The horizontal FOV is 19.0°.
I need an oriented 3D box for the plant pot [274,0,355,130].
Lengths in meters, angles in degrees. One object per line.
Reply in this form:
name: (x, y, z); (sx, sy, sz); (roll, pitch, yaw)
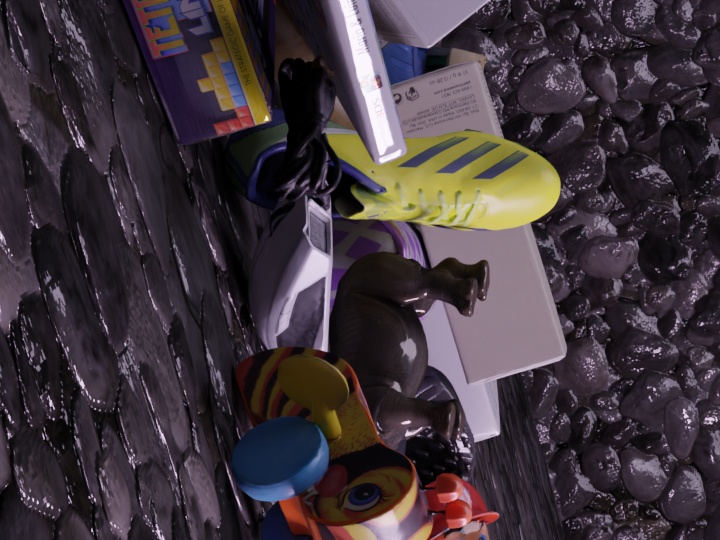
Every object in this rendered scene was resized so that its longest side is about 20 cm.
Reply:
plant pot: (-0.043, -0.156, 1.337); (0.200, 0.027, 0.200); (54, 12, -17)

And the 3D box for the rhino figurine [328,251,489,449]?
rhino figurine: (0.014, 0.078, 1.221); (0.060, 0.087, 0.200); (66, 34, -65)

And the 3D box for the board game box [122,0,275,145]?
board game box: (-0.098, -0.193, 1.122); (0.165, 0.057, 0.200); (-90, 164, -57)

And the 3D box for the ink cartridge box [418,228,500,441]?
ink cartridge box: (0.046, 0.036, 1.658); (0.200, 0.087, 0.145); (-89, 162, -72)

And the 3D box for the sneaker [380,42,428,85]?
sneaker: (0.028, -0.196, 1.446); (0.076, 0.077, 0.200); (-26, 111, -70)

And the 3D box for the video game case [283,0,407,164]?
video game case: (-0.034, -0.181, 1.147); (0.200, 0.024, 0.182); (-118, -172, -46)

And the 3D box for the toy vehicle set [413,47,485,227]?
toy vehicle set: (0.032, -0.097, 1.546); (0.200, 0.026, 0.124); (-164, -95, -72)

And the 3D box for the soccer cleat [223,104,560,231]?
soccer cleat: (0.020, -0.047, 1.240); (0.084, 0.200, 0.065); (-101, -158, -59)

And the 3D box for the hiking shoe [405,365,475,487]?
hiking shoe: (0.040, 0.133, 1.522); (0.101, 0.076, 0.200); (-108, -173, -51)

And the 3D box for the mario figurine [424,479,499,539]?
mario figurine: (0.080, 0.236, 1.434); (0.123, 0.106, 0.200); (6, 71, -79)

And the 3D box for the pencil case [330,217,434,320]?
pencil case: (0.000, 0.000, 1.372); (0.200, 0.085, 0.084); (32, 51, -81)

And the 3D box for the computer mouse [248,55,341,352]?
computer mouse: (-0.037, -0.015, 1.155); (0.110, 0.044, 0.200); (-95, -173, -46)

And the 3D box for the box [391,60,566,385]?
box: (0.074, -0.032, 1.396); (0.082, 0.068, 0.200); (-21, 94, -83)

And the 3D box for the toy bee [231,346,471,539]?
toy bee: (-0.002, 0.110, 1.043); (0.131, 0.109, 0.200); (67, 10, -58)

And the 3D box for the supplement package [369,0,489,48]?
supplement package: (0.030, -0.241, 1.300); (0.151, 0.152, 0.200); (53, -6, -15)

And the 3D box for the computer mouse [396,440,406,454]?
computer mouse: (0.013, 0.139, 1.341); (0.200, 0.046, 0.141); (-84, 157, -71)
